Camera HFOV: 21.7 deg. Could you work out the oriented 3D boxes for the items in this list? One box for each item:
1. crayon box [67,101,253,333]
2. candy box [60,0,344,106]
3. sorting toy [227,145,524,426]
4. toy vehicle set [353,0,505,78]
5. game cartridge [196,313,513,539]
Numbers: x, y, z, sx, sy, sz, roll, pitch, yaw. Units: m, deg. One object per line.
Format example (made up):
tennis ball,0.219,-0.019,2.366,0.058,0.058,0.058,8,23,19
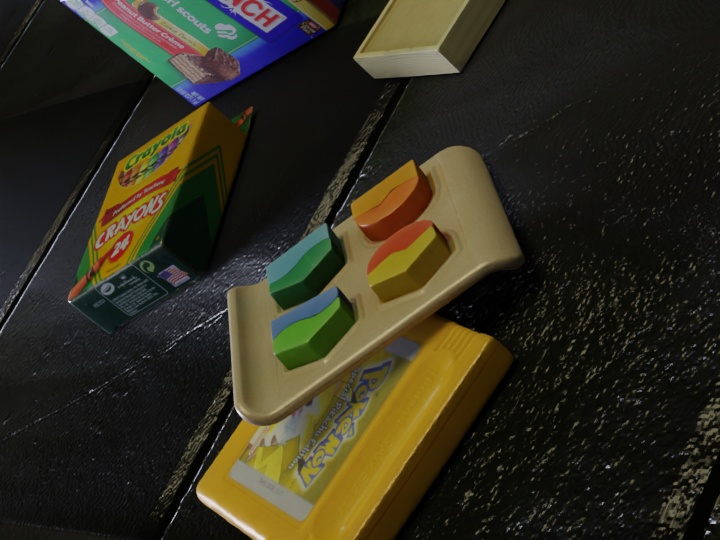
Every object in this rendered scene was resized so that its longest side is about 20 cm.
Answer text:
crayon box,-0.166,-0.057,1.584,0.127,0.051,0.201,-30,33,37
candy box,-0.134,-0.249,1.645,0.199,0.169,0.077,-25,39,41
sorting toy,0.000,0.000,1.204,0.199,0.037,0.185,-31,24,9
toy vehicle set,0.084,-0.237,1.447,0.201,0.026,0.124,-58,27,-14
game cartridge,-0.010,0.098,1.163,0.177,0.032,0.200,-55,25,-9
